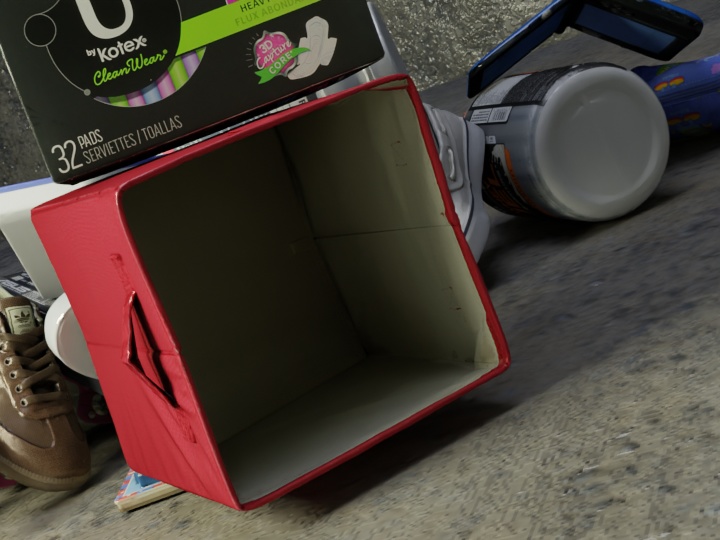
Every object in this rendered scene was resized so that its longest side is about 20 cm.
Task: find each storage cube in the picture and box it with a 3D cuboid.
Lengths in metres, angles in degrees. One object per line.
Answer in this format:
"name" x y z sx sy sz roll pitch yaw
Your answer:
"storage cube" -0.057 0.008 0.783 0.199 0.172 0.179 -25 10 -24

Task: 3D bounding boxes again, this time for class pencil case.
"pencil case" 0.317 -0.160 1.258 0.086 0.079 0.199 2 -6 -35

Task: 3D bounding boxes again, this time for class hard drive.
"hard drive" -0.129 -0.036 0.950 0.198 0.026 0.132 -12 -25 -3

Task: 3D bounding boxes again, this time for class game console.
"game console" 0.194 -0.188 1.273 0.169 0.119 0.200 21 3 3

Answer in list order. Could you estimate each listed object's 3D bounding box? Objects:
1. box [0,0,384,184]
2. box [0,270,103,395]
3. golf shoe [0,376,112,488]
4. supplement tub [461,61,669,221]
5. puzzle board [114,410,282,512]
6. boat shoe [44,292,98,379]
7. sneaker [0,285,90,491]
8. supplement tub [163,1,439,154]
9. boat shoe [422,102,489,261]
"box" -0.107 -0.152 0.827 0.198 0.150 0.124 -22 6 -6
"box" -0.153 0.035 1.034 0.199 0.050 0.161 18 27 38
"golf shoe" -0.243 0.102 1.060 0.091 0.076 0.200 -21 6 37
"supplement tub" 0.156 -0.104 1.170 0.122 0.124 0.200 -23 10 -14
"puzzle board" -0.053 0.088 0.900 0.198 0.018 0.151 -20 10 3
"boat shoe" -0.127 0.016 0.916 0.068 0.072 0.199 30 29 36
"sneaker" -0.239 0.060 0.954 0.070 0.200 0.076 -6 -48 -47
"supplement tub" -0.056 -0.100 1.054 0.199 0.141 0.140 -24 10 8
"boat shoe" 0.056 -0.059 1.092 0.072 0.065 0.201 -46 24 40
